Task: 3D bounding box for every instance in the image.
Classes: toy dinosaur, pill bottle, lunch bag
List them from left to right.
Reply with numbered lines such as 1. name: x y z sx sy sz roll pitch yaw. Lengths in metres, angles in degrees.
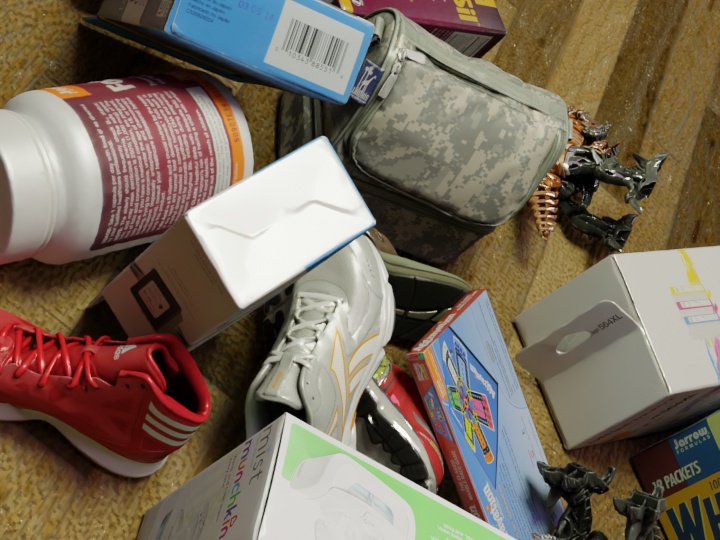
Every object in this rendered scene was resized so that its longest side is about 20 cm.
1. pill bottle: -0.178 -0.069 1.001 0.199 0.114 0.115 -17 74 -46
2. lunch bag: 0.049 -0.114 1.189 0.199 0.168 0.141 21 50 -29
3. toy dinosaur: 0.196 -0.080 1.370 0.135 0.102 0.201 27 59 6
4. toy dinosaur: 0.171 0.222 1.125 0.200 0.101 0.137 -16 116 -68

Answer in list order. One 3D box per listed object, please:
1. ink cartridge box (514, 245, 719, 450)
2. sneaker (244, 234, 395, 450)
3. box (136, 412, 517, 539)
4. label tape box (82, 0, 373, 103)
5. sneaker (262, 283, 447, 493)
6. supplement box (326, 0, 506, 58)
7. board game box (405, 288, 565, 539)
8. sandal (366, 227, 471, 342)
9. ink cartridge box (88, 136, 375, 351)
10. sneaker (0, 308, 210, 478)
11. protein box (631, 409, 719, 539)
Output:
1. ink cartridge box: 0.239 0.065 1.265 0.199 0.128 0.126 -5 66 -42
2. sneaker: -0.033 0.063 1.003 0.092 0.075 0.202 25 72 -62
3. box: -0.022 0.200 0.913 0.199 0.176 0.097 31 47 -21
4. label tape box: -0.101 -0.181 1.075 0.143 0.200 0.064 19 93 -29
5. sneaker: -0.002 0.082 1.100 0.201 0.077 0.085 61 26 1
6. supplement box: 0.020 -0.238 1.307 0.199 0.086 0.111 -1 63 -41
7. board game box: 0.098 0.127 1.125 0.103 0.019 0.202 -41 115 -49
8. sandal: 0.000 0.001 1.150 0.200 0.080 0.058 24 30 -35
9. ink cartridge box: -0.089 -0.002 0.961 0.115 0.200 0.067 -33 90 -32
10. sneaker: -0.180 0.050 0.919 0.199 0.115 0.079 26 48 -26
11. protein box: 0.377 0.206 1.285 0.199 0.135 0.200 -9 69 -44
